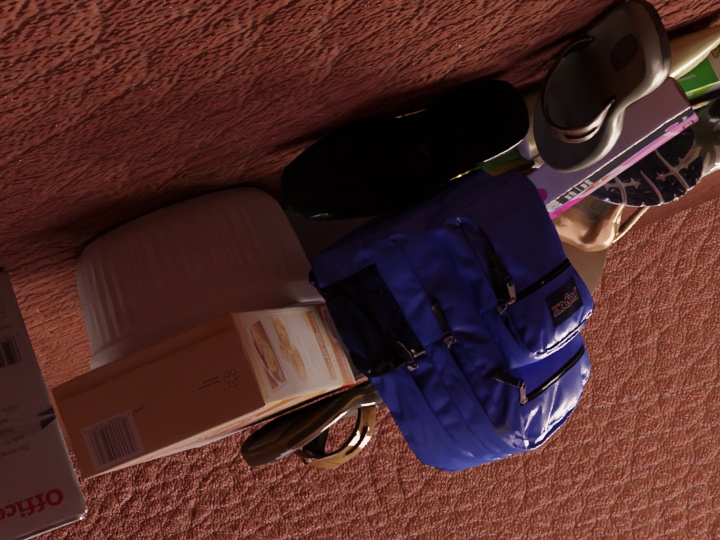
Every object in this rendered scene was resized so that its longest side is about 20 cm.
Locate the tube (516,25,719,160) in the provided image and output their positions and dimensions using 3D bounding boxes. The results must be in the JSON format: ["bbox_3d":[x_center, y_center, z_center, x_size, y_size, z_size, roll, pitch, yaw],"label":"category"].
[{"bbox_3d":[0.215,-0.154,1.279,0.199,0.052,0.058,-25,-144,-4],"label":"tube"}]

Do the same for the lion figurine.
[{"bbox_3d":[0.192,-0.056,1.487,0.073,0.198,0.123,-83,-167,-59],"label":"lion figurine"}]

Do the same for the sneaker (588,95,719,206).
[{"bbox_3d":[0.284,-0.103,1.410,0.198,0.078,0.086,-19,177,-13],"label":"sneaker"}]

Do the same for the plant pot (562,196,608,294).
[{"bbox_3d":[0.142,-0.027,1.600,0.134,0.202,0.200,23,151,-26],"label":"plant pot"}]

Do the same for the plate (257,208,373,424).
[{"bbox_3d":[-0.022,0.020,1.334,0.199,0.201,0.032,-24,142,29],"label":"plate"}]

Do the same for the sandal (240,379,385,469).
[{"bbox_3d":[-0.023,0.130,1.253,0.081,0.055,0.200,-24,176,24],"label":"sandal"}]

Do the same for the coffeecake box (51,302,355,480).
[{"bbox_3d":[-0.111,0.087,1.167,0.152,0.074,0.200,-23,174,17],"label":"coffeecake box"}]

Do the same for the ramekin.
[{"bbox_3d":[-0.136,0.010,1.257,0.198,0.106,0.200,-20,173,-3],"label":"ramekin"}]

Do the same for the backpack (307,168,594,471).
[{"bbox_3d":[0.082,0.042,1.146,0.167,0.201,0.162,-19,-171,46],"label":"backpack"}]

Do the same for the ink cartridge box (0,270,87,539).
[{"bbox_3d":[-0.312,0.121,1.181,0.145,0.202,0.084,-16,172,-26],"label":"ink cartridge box"}]

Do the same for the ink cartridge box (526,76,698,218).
[{"bbox_3d":[0.188,-0.088,1.295,0.199,0.037,0.095,-33,171,13],"label":"ink cartridge box"}]

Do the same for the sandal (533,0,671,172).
[{"bbox_3d":[0.162,-0.134,1.134,0.057,0.080,0.201,-23,166,-20],"label":"sandal"}]

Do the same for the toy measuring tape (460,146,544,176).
[{"bbox_3d":[0.141,-0.104,1.349,0.199,0.074,0.073,-15,172,-42],"label":"toy measuring tape"}]

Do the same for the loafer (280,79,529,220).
[{"bbox_3d":[0.030,-0.082,1.169,0.198,0.073,0.072,-18,177,-15],"label":"loafer"}]

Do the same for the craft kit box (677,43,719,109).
[{"bbox_3d":[0.320,-0.176,1.437,0.198,0.049,0.198,-20,171,-10],"label":"craft kit box"}]
